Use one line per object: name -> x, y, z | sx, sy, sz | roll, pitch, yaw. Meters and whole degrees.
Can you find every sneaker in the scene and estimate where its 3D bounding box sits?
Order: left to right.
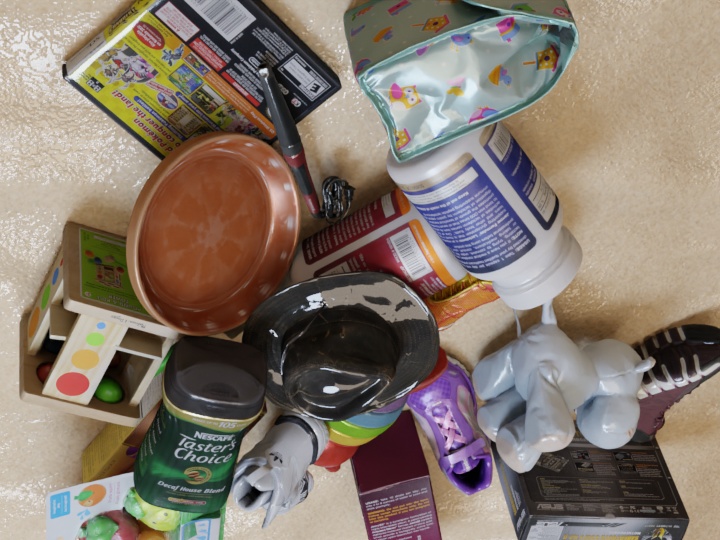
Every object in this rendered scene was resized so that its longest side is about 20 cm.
sneaker -> -0.104, 0.233, 1.697 | 0.075, 0.115, 0.200 | 37, 144, 10
sneaker -> 0.107, 0.182, 1.775 | 0.080, 0.089, 0.201 | -21, 128, 7
sneaker -> 0.114, 0.008, 1.629 | 0.199, 0.073, 0.077 | -21, 155, 13
sneaker -> 0.354, 0.138, 1.811 | 0.199, 0.076, 0.116 | -24, 135, 21

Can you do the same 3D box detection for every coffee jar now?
coffee jar -> -0.159, 0.153, 1.552 | 0.104, 0.086, 0.201 | 10, 133, -13

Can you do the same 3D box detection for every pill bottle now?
pill bottle -> 0.000, 0.000, 1.590 | 0.199, 0.113, 0.113 | -28, 129, 11
pill bottle -> 0.124, -0.063, 1.496 | 0.115, 0.116, 0.200 | -33, 117, 15

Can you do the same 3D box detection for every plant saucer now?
plant saucer -> -0.143, -0.037, 1.499 | 0.200, 0.032, 0.201 | -18, 119, -38

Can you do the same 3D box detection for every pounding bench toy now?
pounding bench toy -> -0.234, 0.072, 1.589 | 0.199, 0.125, 0.156 | 16, 123, -24

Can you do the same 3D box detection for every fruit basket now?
fruit basket -> -0.244, 0.286, 1.691 | 0.199, 0.094, 0.186 | -15, 135, -28

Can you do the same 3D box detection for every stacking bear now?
stacking bear -> -0.011, 0.143, 1.706 | 0.121, 0.114, 0.200 | 41, 133, 8

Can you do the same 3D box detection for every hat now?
hat -> -0.018, 0.094, 1.532 | 0.199, 0.081, 0.202 | -2, 124, -2

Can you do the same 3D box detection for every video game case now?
video game case -> -0.148, -0.183, 1.467 | 0.180, 0.026, 0.200 | -37, 128, 17

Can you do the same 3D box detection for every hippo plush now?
hippo plush -> 0.228, 0.124, 1.730 | 0.160, 0.201, 0.159 | 5, 172, -29

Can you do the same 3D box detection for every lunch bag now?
lunch bag -> 0.094, -0.209, 1.402 | 0.199, 0.171, 0.122 | -26, 118, 10

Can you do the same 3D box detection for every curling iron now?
curling iron -> -0.058, -0.123, 1.510 | 0.049, 0.026, 0.200 | -38, 129, -11

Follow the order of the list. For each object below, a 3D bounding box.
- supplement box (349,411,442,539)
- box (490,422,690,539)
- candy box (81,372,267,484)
supplement box -> 0.044, 0.279, 1.824 | 0.085, 0.111, 0.201 | -13, 130, -2
box -> 0.265, 0.248, 1.814 | 0.199, 0.159, 0.049 | 4, 127, -14
candy box -> -0.208, 0.182, 1.728 | 0.116, 0.057, 0.200 | 28, 120, -30
